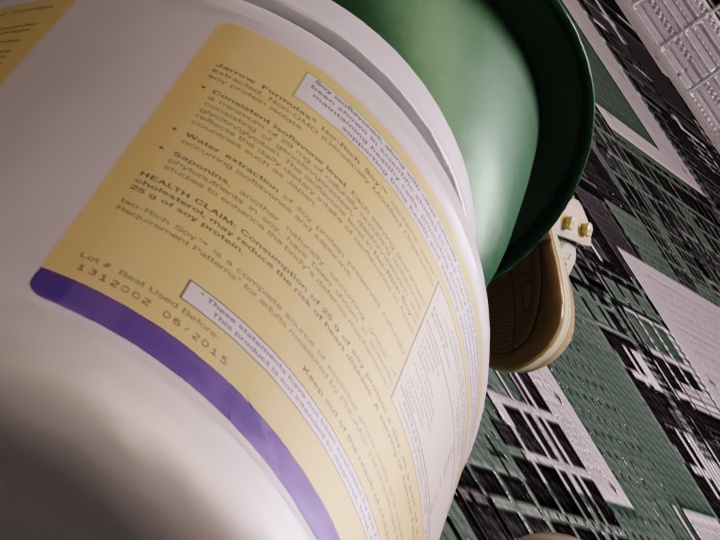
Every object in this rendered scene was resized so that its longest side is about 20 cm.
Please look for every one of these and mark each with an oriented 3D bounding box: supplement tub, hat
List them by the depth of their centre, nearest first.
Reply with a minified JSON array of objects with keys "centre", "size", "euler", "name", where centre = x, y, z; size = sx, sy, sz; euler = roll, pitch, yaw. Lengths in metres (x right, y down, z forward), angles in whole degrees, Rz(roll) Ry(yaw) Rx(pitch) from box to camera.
[{"centre":[-0.054,0.030,0.499],"size":[0.145,0.145,0.200],"euler":[51,25,-13],"name":"supplement tub"},{"centre":[0.000,0.000,0.832],"size":[0.200,0.166,0.176],"euler":[35,29,-21],"name":"hat"}]

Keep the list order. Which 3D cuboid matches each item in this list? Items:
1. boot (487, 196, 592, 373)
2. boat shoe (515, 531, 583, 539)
[{"centre":[0.070,-0.016,1.285],"size":[0.155,0.072,0.200],"euler":[40,19,-55],"name":"boot"},{"centre":[0.091,0.160,0.775],"size":[0.065,0.072,0.200],"euler":[-9,55,-51],"name":"boat shoe"}]
